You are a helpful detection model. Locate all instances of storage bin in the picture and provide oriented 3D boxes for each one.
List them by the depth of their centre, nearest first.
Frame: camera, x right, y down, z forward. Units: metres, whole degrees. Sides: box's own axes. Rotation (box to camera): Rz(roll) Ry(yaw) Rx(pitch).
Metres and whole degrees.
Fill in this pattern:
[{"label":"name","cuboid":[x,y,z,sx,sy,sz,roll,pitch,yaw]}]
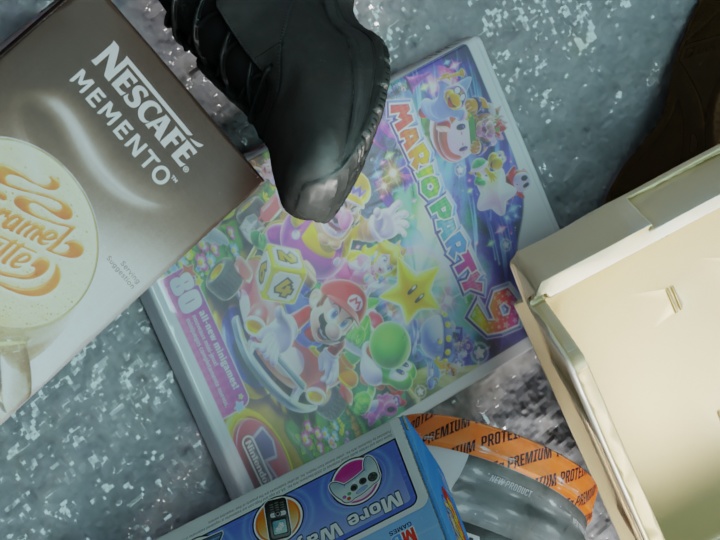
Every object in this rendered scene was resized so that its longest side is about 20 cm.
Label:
[{"label":"storage bin","cuboid":[0.194,0.044,1.260,0.200,0.094,0.199,-28,117,-4]}]

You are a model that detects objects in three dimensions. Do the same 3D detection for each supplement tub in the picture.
[{"label":"supplement tub","cuboid":[0.029,0.172,1.229,0.122,0.122,0.201,27,71,-26]}]

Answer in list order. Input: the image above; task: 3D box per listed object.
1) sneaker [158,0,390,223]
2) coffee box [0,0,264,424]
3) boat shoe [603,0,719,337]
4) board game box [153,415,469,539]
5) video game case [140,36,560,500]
[{"label":"sneaker","cuboid":[-0.041,-0.097,1.188,0.090,0.200,0.076,10,131,-18]},{"label":"coffee box","cuboid":[-0.155,-0.010,1.148,0.200,0.080,0.114,-44,100,-20]},{"label":"boat shoe","cuboid":[0.172,-0.047,1.340,0.072,0.072,0.200,34,66,-28]},{"label":"board game box","cuboid":[-0.033,0.186,1.123,0.200,0.196,0.056,-27,140,7]},{"label":"video game case","cuboid":[0.000,0.000,1.276,0.200,0.018,0.144,-30,103,-25]}]
